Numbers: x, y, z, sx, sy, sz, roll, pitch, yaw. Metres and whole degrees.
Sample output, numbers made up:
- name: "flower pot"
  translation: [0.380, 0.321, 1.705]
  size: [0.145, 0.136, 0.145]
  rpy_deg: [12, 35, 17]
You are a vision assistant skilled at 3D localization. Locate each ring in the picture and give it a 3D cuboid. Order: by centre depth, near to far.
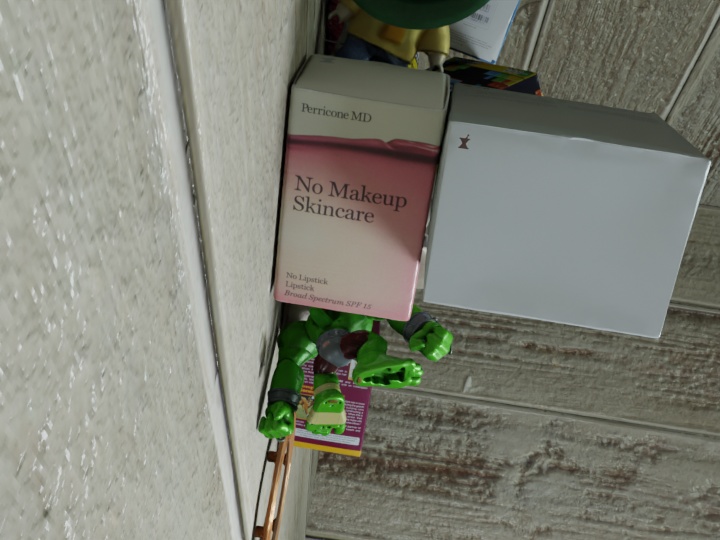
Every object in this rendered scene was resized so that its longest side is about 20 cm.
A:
- name: "ring"
  translation: [-0.104, 0.268, 1.003]
  size: [0.200, 0.019, 0.201]
  rpy_deg: [9, 90, -88]

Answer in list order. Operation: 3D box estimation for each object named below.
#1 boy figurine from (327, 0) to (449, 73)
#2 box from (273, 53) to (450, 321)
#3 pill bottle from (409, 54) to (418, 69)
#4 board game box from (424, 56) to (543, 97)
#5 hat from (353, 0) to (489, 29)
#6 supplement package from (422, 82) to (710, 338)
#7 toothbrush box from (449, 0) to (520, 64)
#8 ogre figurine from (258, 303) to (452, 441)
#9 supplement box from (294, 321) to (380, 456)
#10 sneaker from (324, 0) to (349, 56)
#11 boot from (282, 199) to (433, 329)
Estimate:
- name: "boy figurine"
  translation: [0.036, -0.235, 0.802]
  size: [0.200, 0.124, 0.064]
  rpy_deg: [-57, -172, 12]
- name: "box"
  translation: [0.000, -0.073, 0.735]
  size: [0.109, 0.128, 0.200]
  rpy_deg: [-77, 175, -61]
- name: "pill bottle"
  translation: [0.039, -0.328, 1.372]
  size: [0.111, 0.111, 0.200]
  rpy_deg: [98, 1, -50]
- name: "board game box"
  translation: [0.078, -0.168, 0.898]
  size: [0.200, 0.165, 0.057]
  rpy_deg: [44, -24, 64]
- name: "hat"
  translation: [0.064, -0.304, 0.742]
  size: [0.176, 0.165, 0.200]
  rpy_deg: [-30, 111, -76]
- name: "supplement package"
  translation: [0.158, -0.061, 0.706]
  size: [0.200, 0.191, 0.147]
  rpy_deg: [-70, 169, -68]
- name: "toothbrush box"
  translation: [0.106, -0.319, 1.004]
  size: [0.200, 0.146, 0.085]
  rpy_deg: [-70, 180, -72]
- name: "ogre figurine"
  translation: [-0.013, 0.074, 0.804]
  size: [0.200, 0.098, 0.120]
  rpy_deg: [-45, -141, 30]
- name: "supplement box"
  translation: [-0.037, 0.158, 1.214]
  size: [0.086, 0.110, 0.200]
  rpy_deg: [-81, 179, -67]
- name: "sneaker"
  translation: [0.002, -0.250, 0.906]
  size: [0.200, 0.074, 0.081]
  rpy_deg: [99, 0, -67]
- name: "boot"
  translation: [0.000, 0.000, 0.869]
  size: [0.070, 0.146, 0.200]
  rpy_deg: [-84, -178, -68]
